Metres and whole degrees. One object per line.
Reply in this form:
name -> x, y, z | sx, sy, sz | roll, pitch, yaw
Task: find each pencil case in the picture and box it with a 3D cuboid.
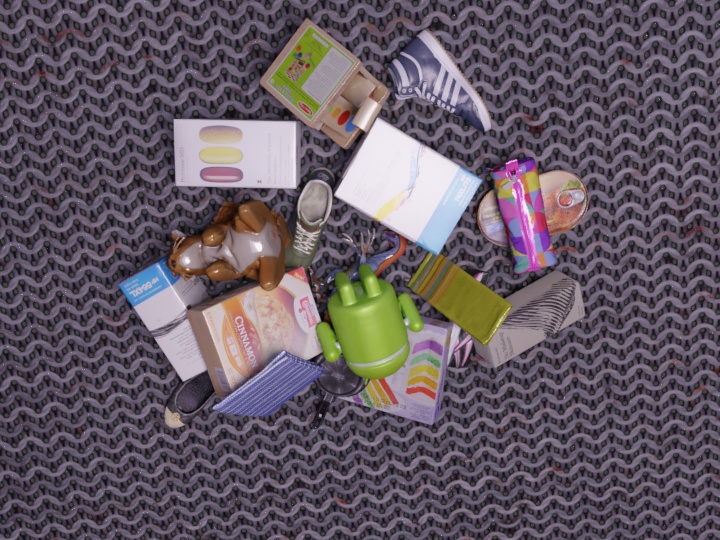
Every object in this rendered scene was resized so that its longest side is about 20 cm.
pencil case -> 0.277, -0.095, 1.188 | 0.088, 0.088, 0.201 | -17, 103, 3

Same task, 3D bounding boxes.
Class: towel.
towel -> 0.169, 0.044, 1.215 | 0.018, 0.200, 0.086 | 18, 106, -48
towel -> -0.144, 0.188, 1.142 | 0.145, 0.200, 0.024 | -38, 70, 3

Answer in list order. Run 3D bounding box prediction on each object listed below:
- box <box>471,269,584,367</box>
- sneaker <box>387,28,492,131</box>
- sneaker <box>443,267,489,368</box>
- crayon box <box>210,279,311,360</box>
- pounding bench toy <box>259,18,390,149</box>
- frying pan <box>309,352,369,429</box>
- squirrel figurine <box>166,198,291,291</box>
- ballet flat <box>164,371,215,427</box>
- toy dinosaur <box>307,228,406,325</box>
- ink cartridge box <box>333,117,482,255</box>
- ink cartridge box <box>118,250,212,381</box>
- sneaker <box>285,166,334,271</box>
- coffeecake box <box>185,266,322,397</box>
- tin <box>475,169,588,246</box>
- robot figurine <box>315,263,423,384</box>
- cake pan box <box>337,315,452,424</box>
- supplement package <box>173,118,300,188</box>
box -> 0.295, 0.084, 1.237 | 0.200, 0.068, 0.082 | -29, 119, -11
sneaker -> 0.129, -0.296, 1.183 | 0.108, 0.070, 0.200 | -37, 94, 2
sneaker -> 0.198, 0.090, 1.277 | 0.086, 0.080, 0.201 | 15, 110, -16
crayon box -> -0.169, 0.117, 1.249 | 0.126, 0.052, 0.201 | -28, 103, -31
pounding bench toy -> -0.026, -0.271, 1.117 | 0.200, 0.156, 0.124 | 43, 101, 22
frying pan -> -0.063, 0.206, 1.263 | 0.115, 0.031, 0.190 | 43, 110, -10
squirrel figurine -> -0.223, -0.040, 1.171 | 0.186, 0.200, 0.142 | -15, 106, 16
ballet flat -> -0.299, 0.218, 1.296 | 0.066, 0.057, 0.200 | 42, 99, -8
toy dinosaur -> 0.000, 0.000, 1.247 | 0.181, 0.105, 0.201 | -14, 119, -8
ink cartridge box -> 0.074, -0.147, 1.177 | 0.200, 0.147, 0.146 | 29, 101, -8
ink cartridge box -> -0.314, 0.073, 1.218 | 0.084, 0.146, 0.200 | -28, 101, 6
sneaker -> -0.095, -0.082, 1.216 | 0.067, 0.090, 0.201 | 18, 102, -6
coffeecake box -> -0.168, 0.100, 1.171 | 0.200, 0.073, 0.154 | -26, 103, -35
tin -> 0.304, -0.113, 1.244 | 0.199, 0.042, 0.112 | -15, 106, 3
robot figurine -> 0.015, 0.094, 1.164 | 0.175, 0.116, 0.201 | -20, 112, -6
cake pan box -> 0.058, 0.164, 1.262 | 0.199, 0.052, 0.185 | 14, 102, 21
supplement package -> -0.204, -0.199, 1.179 | 0.199, 0.110, 0.114 | 0, 102, -1
